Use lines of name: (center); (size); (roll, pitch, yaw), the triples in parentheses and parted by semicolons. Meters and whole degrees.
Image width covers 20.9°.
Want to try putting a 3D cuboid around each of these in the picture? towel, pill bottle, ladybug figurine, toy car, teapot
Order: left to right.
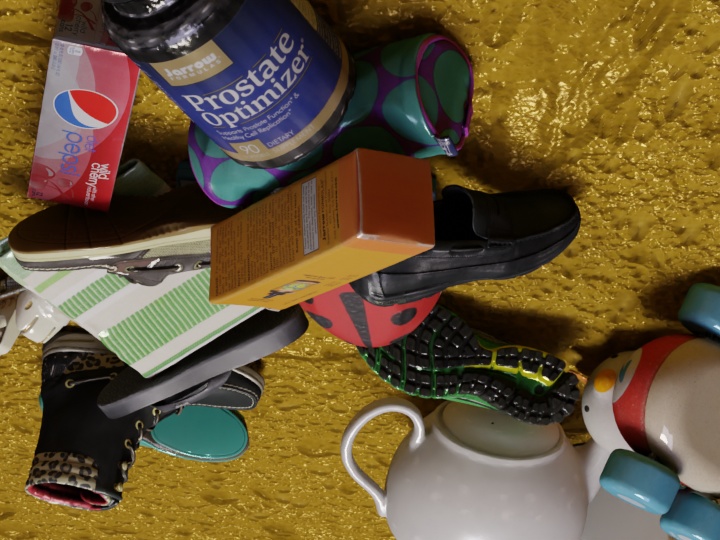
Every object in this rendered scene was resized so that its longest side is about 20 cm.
towel: (-0.175, 0.002, 1.559); (0.152, 0.023, 0.200); (-30, 134, 18)
pill bottle: (-0.096, -0.161, 1.260); (0.112, 0.112, 0.200); (-13, 145, 28)
ladybug figurine: (0.000, 0.000, 1.512); (0.135, 0.072, 0.200); (-4, 148, 15)
teapot: (0.113, 0.174, 1.745); (0.197, 0.200, 0.146); (23, 119, 31)
toy car: (0.240, 0.111, 1.643); (0.177, 0.185, 0.200); (35, 167, -39)

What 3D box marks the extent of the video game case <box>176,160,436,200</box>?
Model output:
video game case: (-0.041, -0.035, 1.550); (0.199, 0.018, 0.143); (4, 148, 3)

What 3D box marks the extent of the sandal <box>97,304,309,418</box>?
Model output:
sandal: (-0.134, 0.087, 1.663); (0.200, 0.076, 0.043); (-22, 110, 12)

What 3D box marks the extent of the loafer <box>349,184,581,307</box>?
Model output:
loafer: (0.081, -0.029, 1.435); (0.200, 0.068, 0.071); (-15, 132, -28)

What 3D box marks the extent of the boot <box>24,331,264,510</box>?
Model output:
boot: (-0.194, 0.143, 1.734); (0.203, 0.154, 0.074); (10, 149, -5)

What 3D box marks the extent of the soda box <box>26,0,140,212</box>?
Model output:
soda box: (-0.192, -0.124, 1.377); (0.063, 0.070, 0.200); (10, 148, -9)

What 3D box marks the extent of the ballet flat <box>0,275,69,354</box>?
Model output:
ballet flat: (-0.285, 0.035, 1.658); (0.200, 0.072, 0.072); (-19, 141, 34)

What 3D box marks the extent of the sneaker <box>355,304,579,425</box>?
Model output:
sneaker: (0.083, 0.082, 1.664); (0.200, 0.078, 0.085); (23, 176, -6)

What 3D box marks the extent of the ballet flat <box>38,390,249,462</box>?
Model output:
ballet flat: (-0.202, 0.134, 1.824); (0.200, 0.068, 0.070); (13, 173, -12)

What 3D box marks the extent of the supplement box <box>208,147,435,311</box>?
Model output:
supplement box: (-0.031, -0.024, 1.366); (0.066, 0.069, 0.200); (7, 160, -34)

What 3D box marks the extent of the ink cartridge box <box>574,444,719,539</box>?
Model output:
ink cartridge box: (0.269, 0.271, 1.875); (0.144, 0.148, 0.200); (-13, 144, 27)

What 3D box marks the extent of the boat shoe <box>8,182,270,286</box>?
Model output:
boat shoe: (-0.162, -0.019, 1.468); (0.199, 0.073, 0.065); (-8, 126, -6)

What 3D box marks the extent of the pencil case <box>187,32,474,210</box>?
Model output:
pencil case: (-0.020, -0.101, 1.372); (0.200, 0.085, 0.092); (-12, 133, 27)
